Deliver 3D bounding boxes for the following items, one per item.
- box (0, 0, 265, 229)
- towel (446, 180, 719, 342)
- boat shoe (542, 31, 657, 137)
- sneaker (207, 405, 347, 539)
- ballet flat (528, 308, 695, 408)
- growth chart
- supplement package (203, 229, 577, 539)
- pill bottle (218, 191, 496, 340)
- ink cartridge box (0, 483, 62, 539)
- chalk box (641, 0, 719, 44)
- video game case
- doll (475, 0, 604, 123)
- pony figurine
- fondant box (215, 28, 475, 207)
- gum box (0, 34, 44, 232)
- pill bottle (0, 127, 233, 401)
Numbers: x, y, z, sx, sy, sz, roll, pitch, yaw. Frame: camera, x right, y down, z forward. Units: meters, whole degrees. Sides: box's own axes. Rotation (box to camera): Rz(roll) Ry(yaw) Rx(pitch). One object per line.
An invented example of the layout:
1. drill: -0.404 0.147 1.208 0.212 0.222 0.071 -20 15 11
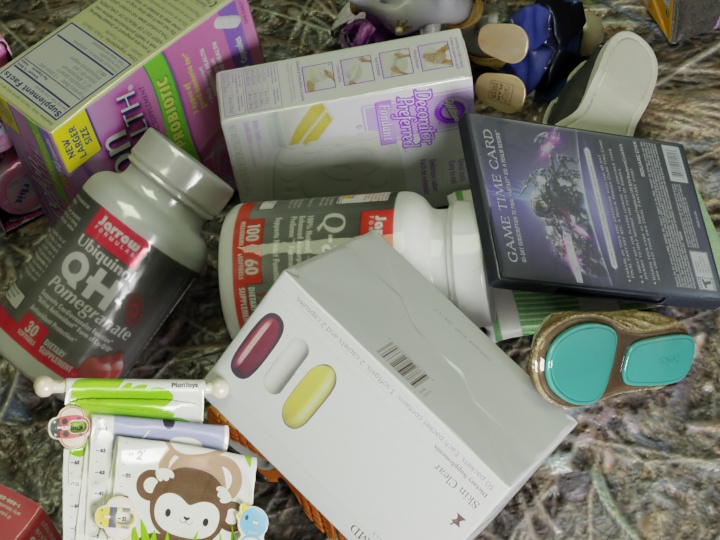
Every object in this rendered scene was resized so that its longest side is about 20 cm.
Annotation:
1. box: -0.174 -0.125 1.347 0.200 0.177 0.096 -39 52 -21
2. towel: 0.179 -0.022 1.318 0.198 0.024 0.154 -12 52 -2
3. boat shoe: 0.175 -0.107 1.331 0.074 0.060 0.201 34 60 -14
4. sneaker: -0.016 0.130 1.199 0.199 0.076 0.092 34 59 28
5. ballet flat: 0.163 0.058 1.184 0.065 0.199 0.071 21 100 39
6. growth chart: -0.124 0.159 1.037 0.143 0.018 0.202 -4 74 -16
7. supplement package: 0.020 0.091 1.116 0.200 0.111 0.156 43 24 11
8. pill bottle: 0.000 0.000 1.260 0.198 0.116 0.117 -4 52 10
9. ink cartridge box: -0.321 0.234 1.155 0.145 0.083 0.201 22 58 23
10. chalk box: 0.335 -0.309 1.451 0.198 0.125 0.125 -20 52 -9
11. video game case: 0.174 -0.044 1.246 0.198 0.019 0.144 5 59 -24
12. doll: 0.152 -0.182 1.379 0.048 0.138 0.200 12 22 24
13. pony figurine: 0.040 -0.217 1.404 0.191 0.200 0.168 -11 57 19
14. fondant box: -0.006 -0.106 1.331 0.198 0.145 0.059 -11 51 0
15. gum box: -0.316 -0.144 1.370 0.066 0.201 0.114 -29 52 -14
16. pill bottle: -0.185 -0.004 1.256 0.110 0.111 0.201 37 91 30
